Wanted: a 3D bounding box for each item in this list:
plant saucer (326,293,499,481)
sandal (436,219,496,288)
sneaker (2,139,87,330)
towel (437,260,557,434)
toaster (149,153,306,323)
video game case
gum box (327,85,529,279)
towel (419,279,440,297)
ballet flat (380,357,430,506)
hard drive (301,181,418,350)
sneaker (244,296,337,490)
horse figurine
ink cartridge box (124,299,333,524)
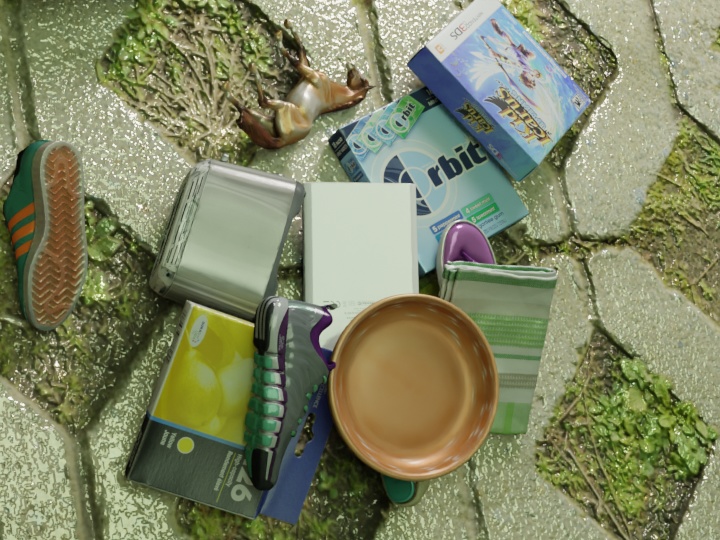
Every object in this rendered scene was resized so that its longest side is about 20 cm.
[{"bbox_3d":[0.054,0.126,1.530,0.199,0.037,0.201,3,82,-21],"label":"plant saucer"},{"bbox_3d":[0.138,0.041,1.651,0.082,0.050,0.203,-6,91,-32],"label":"sandal"},{"bbox_3d":[-0.339,-0.038,1.507,0.071,0.080,0.201,5,89,-43],"label":"sneaker"},{"bbox_3d":[0.148,0.092,1.624,0.149,0.031,0.201,4,101,-24],"label":"towel"},{"bbox_3d":[-0.149,-0.026,1.551,0.129,0.114,0.201,19,75,-12],"label":"toaster"},{"bbox_3d":[0.176,-0.232,1.755,0.200,0.045,0.181,46,45,-3],"label":"video game case"},{"bbox_3d":[0.083,-0.112,1.709,0.170,0.045,0.200,-28,85,-27],"label":"gum box"},{"bbox_3d":[0.049,0.098,1.644,0.200,0.018,0.086,-40,92,-27],"label":"towel"},{"bbox_3d":[0.041,0.162,1.582,0.069,0.069,0.201,-9,88,-24],"label":"ballet flat"},{"bbox_3d":[0.000,0.000,1.621,0.131,0.025,0.201,0,80,-9],"label":"hard drive"},{"bbox_3d":[-0.067,0.128,1.454,0.087,0.074,0.201,4,96,-20],"label":"sneaker"},{"bbox_3d":[-0.081,-0.204,1.661,0.133,0.050,0.200,52,53,-19],"label":"horse figurine"},{"bbox_3d":[-0.123,0.156,1.500,0.199,0.047,0.198,19,91,-14],"label":"ink cartridge box"}]
